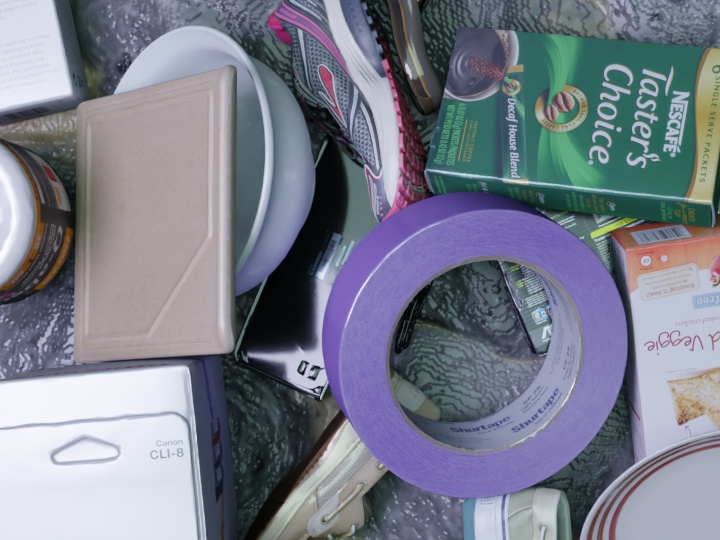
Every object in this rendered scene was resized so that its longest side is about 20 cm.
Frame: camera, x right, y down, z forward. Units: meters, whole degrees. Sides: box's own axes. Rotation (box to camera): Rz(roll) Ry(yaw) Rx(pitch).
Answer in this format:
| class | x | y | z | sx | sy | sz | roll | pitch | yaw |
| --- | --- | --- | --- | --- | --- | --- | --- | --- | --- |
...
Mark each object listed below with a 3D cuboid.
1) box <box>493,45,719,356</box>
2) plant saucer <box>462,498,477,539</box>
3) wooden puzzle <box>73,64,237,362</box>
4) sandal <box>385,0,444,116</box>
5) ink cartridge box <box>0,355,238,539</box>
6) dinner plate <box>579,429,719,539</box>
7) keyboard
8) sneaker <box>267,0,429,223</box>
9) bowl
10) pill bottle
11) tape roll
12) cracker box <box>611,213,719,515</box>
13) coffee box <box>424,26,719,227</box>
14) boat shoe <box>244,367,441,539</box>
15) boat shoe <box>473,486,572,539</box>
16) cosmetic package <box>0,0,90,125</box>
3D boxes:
| class | x | y | z | sx | sy | sz | roll | pitch | yaw |
| --- | --- | --- | --- | --- | --- | --- | --- | --- | --- |
| box | 0.186 | -0.049 | 1.278 | 0.200 | 0.044 | 0.160 | -24 | 88 | 1 |
| plant saucer | 0.096 | 0.255 | 1.269 | 0.019 | 0.070 | 0.200 | -2 | 89 | 29 |
| wooden puzzle | -0.136 | -0.033 | 1.198 | 0.037 | 0.200 | 0.185 | 5 | 83 | -38 |
| sandal | 0.039 | -0.212 | 1.262 | 0.054 | 0.082 | 0.200 | -15 | 84 | 5 |
| ink cartridge box | -0.168 | 0.135 | 1.209 | 0.145 | 0.200 | 0.145 | -6 | 89 | 2 |
| dinner plate | 0.249 | 0.175 | 1.234 | 0.200 | 0.024 | 0.200 | -4 | 131 | -5 |
| keyboard | 0.000 | 0.000 | 1.296 | 0.127 | 0.021 | 0.200 | 24 | 91 | 8 |
| sneaker | -0.004 | -0.116 | 1.262 | 0.075 | 0.081 | 0.200 | -22 | 64 | 8 |
| bowl | -0.095 | -0.065 | 1.244 | 0.090 | 0.201 | 0.201 | 6 | 89 | -42 |
| pill bottle | -0.260 | -0.034 | 1.215 | 0.116 | 0.200 | 0.117 | 0 | 89 | 2 |
| tape roll | 0.077 | 0.050 | 1.204 | 0.200 | 0.066 | 0.200 | -3 | 103 | -12 |
| cracker box | 0.254 | 0.063 | 1.239 | 0.134 | 0.058 | 0.200 | -9 | 107 | -1 |
| coffee box | 0.154 | -0.102 | 1.226 | 0.200 | 0.044 | 0.123 | 9 | 69 | 15 |
| boat shoe | -0.020 | 0.163 | 1.270 | 0.065 | 0.072 | 0.200 | 37 | 91 | -7 |
| boat shoe | 0.126 | 0.244 | 1.240 | 0.062 | 0.072 | 0.200 | -4 | 108 | 27 |
| cosmetic package | -0.268 | -0.209 | 1.282 | 0.101 | 0.071 | 0.200 | -11 | 89 | 2 |
